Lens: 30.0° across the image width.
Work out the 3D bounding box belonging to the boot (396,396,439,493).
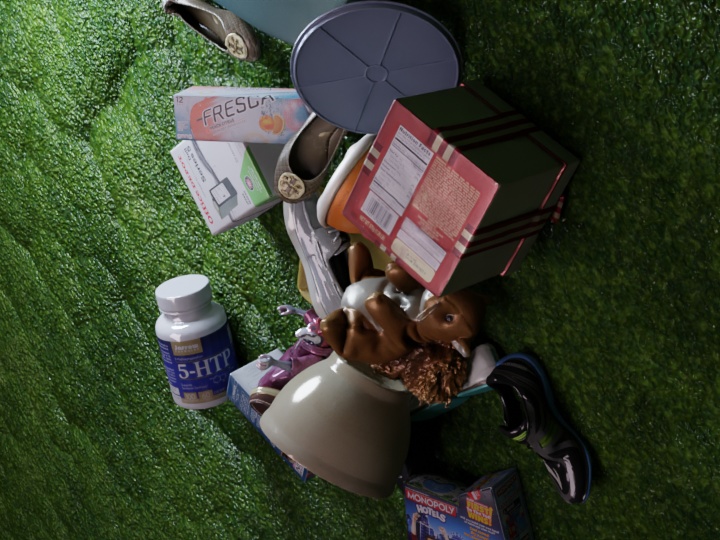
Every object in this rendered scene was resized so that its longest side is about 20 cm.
[{"bbox_3d":[0.039,0.233,1.927,0.162,0.073,0.199,26,131,49],"label":"boot"}]

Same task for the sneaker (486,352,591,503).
[{"bbox_3d":[0.214,0.200,1.648,0.200,0.083,0.071,61,147,2],"label":"sneaker"}]

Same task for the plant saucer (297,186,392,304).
[{"bbox_3d":[0.000,0.000,1.834,0.200,0.048,0.200,38,139,31],"label":"plant saucer"}]

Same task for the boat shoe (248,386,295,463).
[{"bbox_3d":[-0.080,0.240,1.896,0.200,0.072,0.072,38,149,-14],"label":"boat shoe"}]

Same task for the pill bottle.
[{"bbox_3d":[-0.272,0.115,2.216,0.120,0.120,0.200,16,125,48],"label":"pill bottle"}]

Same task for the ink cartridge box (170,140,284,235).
[{"bbox_3d":[-0.174,-0.152,1.932,0.200,0.084,0.146,-27,89,57],"label":"ink cartridge box"}]

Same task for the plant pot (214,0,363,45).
[{"bbox_3d":[-0.064,-0.354,1.603,0.200,0.141,0.141,41,141,21],"label":"plant pot"}]

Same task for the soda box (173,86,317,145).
[{"bbox_3d":[-0.144,-0.206,1.778,0.200,0.068,0.064,3,109,16],"label":"soda box"}]

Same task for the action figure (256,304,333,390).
[{"bbox_3d":[-0.074,0.131,1.909,0.149,0.134,0.200,29,144,-7],"label":"action figure"}]

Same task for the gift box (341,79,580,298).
[{"bbox_3d":[0.106,-0.089,1.500,0.185,0.187,0.200,46,128,21],"label":"gift box"}]

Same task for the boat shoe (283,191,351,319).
[{"bbox_3d":[-0.041,-0.030,1.778,0.071,0.070,0.201,-10,103,34],"label":"boat shoe"}]

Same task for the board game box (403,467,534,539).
[{"bbox_3d":[0.156,0.346,1.830,0.200,0.062,0.200,17,123,37],"label":"board game box"}]

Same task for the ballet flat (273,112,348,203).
[{"bbox_3d":[-0.050,-0.167,1.703,0.067,0.046,0.200,35,109,-4],"label":"ballet flat"}]

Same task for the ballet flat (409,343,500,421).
[{"bbox_3d":[0.123,0.144,1.763,0.200,0.069,0.070,-34,84,52],"label":"ballet flat"}]

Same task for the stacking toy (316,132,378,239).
[{"bbox_3d":[0.059,-0.068,1.664,0.200,0.146,0.146,36,141,10],"label":"stacking toy"}]

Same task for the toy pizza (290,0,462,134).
[{"bbox_3d":[0.019,-0.238,1.560,0.200,0.200,0.032,109,166,-48],"label":"toy pizza"}]

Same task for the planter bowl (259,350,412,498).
[{"bbox_3d":[-0.014,0.187,1.770,0.200,0.200,0.135,34,99,36],"label":"planter bowl"}]

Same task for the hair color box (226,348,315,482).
[{"bbox_3d":[-0.108,0.223,2.085,0.200,0.100,0.061,44,143,27],"label":"hair color box"}]

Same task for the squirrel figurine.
[{"bbox_3d":[0.077,0.071,1.678,0.186,0.142,0.200,-2,133,29],"label":"squirrel figurine"}]

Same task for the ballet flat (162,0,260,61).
[{"bbox_3d":[-0.212,-0.345,1.873,0.200,0.046,0.067,40,141,31],"label":"ballet flat"}]
